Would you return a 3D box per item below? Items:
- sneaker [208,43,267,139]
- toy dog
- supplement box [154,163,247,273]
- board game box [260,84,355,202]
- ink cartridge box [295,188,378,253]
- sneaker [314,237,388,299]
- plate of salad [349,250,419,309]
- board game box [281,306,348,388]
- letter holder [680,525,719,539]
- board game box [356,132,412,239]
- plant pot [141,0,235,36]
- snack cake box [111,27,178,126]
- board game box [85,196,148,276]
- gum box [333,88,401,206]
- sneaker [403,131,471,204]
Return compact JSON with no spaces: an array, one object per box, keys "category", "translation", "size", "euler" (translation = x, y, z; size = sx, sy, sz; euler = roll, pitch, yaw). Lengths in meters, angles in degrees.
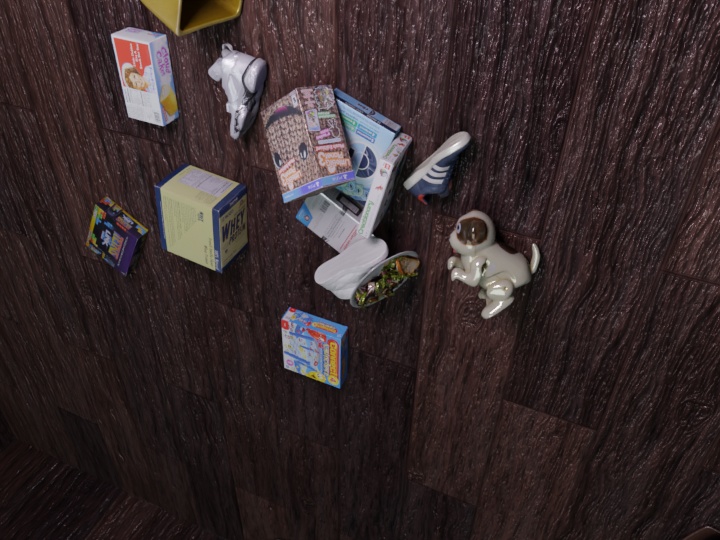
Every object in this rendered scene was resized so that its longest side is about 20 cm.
[{"category":"sneaker","translation":[-0.287,-0.408,1.378],"size":[0.113,0.075,0.203],"euler":[31,128,5]},{"category":"toy dog","translation":[0.272,-0.031,1.306],"size":[0.191,0.140,0.202],"euler":[-31,106,27]},{"category":"supplement box","translation":[-0.416,-0.139,1.604],"size":[0.195,0.135,0.204],"euler":[20,131,14]},{"category":"board game box","translation":[-0.115,-0.268,1.298],"size":[0.157,0.095,0.206],"euler":[-11,96,52]},{"category":"ink cartridge box","translation":[-0.045,-0.119,1.459],"size":[0.198,0.068,0.116],"euler":[38,134,-2]},{"category":"sneaker","translation":[0.000,0.000,1.445],"size":[0.196,0.075,0.115],"euler":[-24,141,23]},{"category":"plate of salad","translation":[0.062,0.030,1.432],"size":[0.049,0.196,0.202],"euler":[53,137,22]},{"category":"board game box","translation":[-0.133,0.228,1.774],"size":[0.190,0.056,0.205],"euler":[16,130,18]},{"category":"letter holder","translation":[0.903,0.778,1.580],"size":[0.139,0.101,0.203],"euler":[27,132,10]},{"category":"board game box","translation":[0.051,-0.183,1.319],"size":[0.034,0.127,0.203],"euler":[25,132,7]},{"category":"plant pot","translation":[-0.354,-0.620,1.187],"size":[0.198,0.195,0.197],"euler":[35,134,12]},{"category":"snack cake box","translation":[-0.517,-0.467,1.464],"size":[0.112,0.068,0.205],"euler":[18,130,19]},{"category":"board game box","translation":[-0.757,-0.101,1.876],"size":[0.164,0.057,0.201],"euler":[39,133,-1]},{"category":"gum box","translation":[-0.019,-0.270,1.349],"size":[0.167,0.045,0.203],"euler":[30,132,7]},{"category":"sneaker","translation":[0.177,-0.209,1.270],"size":[0.085,0.075,0.199],"euler":[45,142,-7]}]
